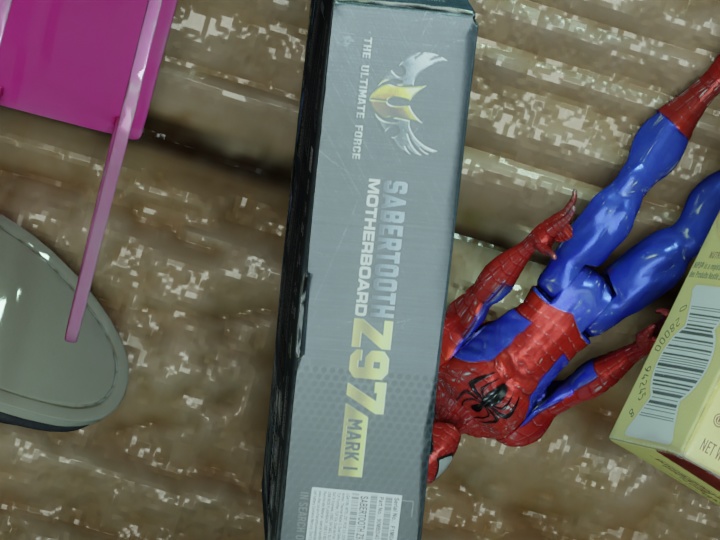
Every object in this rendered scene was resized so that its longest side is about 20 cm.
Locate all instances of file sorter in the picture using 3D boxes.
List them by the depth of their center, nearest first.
[{"bbox_3d":[-0.164,-0.074,0.891,0.199,0.126,0.139,14,141,-6],"label":"file sorter"}]

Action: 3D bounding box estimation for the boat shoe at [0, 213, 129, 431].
[{"bbox_3d":[-0.178,0.007,0.983,0.199,0.073,0.063,25,143,-13],"label":"boat shoe"}]

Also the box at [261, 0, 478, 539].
[{"bbox_3d":[0.000,0.000,0.929,0.051,0.158,0.202,6,101,-5],"label":"box"}]

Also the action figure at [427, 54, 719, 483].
[{"bbox_3d":[0.084,0.003,0.993,0.065,0.052,0.200,41,99,-15],"label":"action figure"}]

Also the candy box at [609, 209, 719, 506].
[{"bbox_3d":[0.182,-0.002,0.952,0.115,0.055,0.201,31,82,-24],"label":"candy box"}]
